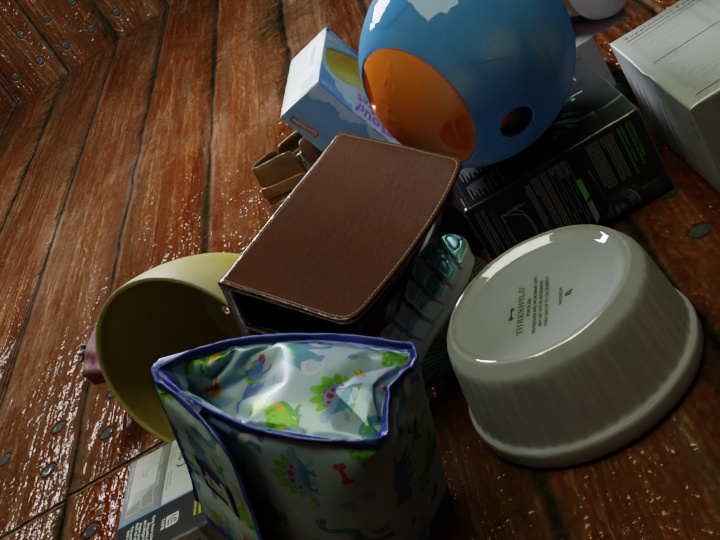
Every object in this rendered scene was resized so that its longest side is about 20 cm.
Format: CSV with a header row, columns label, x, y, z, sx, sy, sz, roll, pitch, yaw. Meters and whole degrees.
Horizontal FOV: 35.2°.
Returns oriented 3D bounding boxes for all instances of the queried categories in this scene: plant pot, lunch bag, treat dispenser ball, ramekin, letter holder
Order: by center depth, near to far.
label,x,y,z,sx,sy,sz,roll,pitch,yaw
lunch bag,-0.049,0.140,0.846,0.198,0.171,0.128,5,41,22
ramekin,0.159,0.050,0.896,0.201,0.095,0.203,-27,28,15
letter holder,0.001,-0.009,0.977,0.141,0.101,0.201,14,52,31
treat dispenser ball,0.098,-0.197,1.042,0.199,0.202,0.202,-27,27,15
plant pot,-0.142,0.062,1.136,0.198,0.201,0.142,-17,20,30

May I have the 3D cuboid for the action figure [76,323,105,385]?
label,x,y,z,sx,sy,sz,roll,pitch,yaw
action figure,-0.217,0.103,1.277,0.198,0.149,0.135,11,79,32

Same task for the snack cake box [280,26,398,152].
label,x,y,z,sx,sy,sz,roll,pitch,yaw
snack cake box,0.009,-0.164,1.280,0.067,0.199,0.116,-37,30,30

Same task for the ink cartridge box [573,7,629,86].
label,x,y,z,sx,sy,sz,roll,pitch,yaw
ink cartridge box,0.206,-0.221,1.252,0.199,0.068,0.116,-28,28,13

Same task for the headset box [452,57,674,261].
label,x,y,z,sx,sy,sz,roll,pitch,yaw
headset box,0.188,-0.107,1.121,0.199,0.093,0.175,-31,26,6

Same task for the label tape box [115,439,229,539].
label,x,y,z,sx,sy,sz,roll,pitch,yaw
label tape box,-0.119,0.194,1.014,0.199,0.064,0.145,-29,28,13

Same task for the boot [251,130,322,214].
label,x,y,z,sx,sy,sz,roll,pitch,yaw
boot,-0.077,-0.052,1.266,0.073,0.155,0.200,1,43,49

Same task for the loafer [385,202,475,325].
label,x,y,z,sx,sy,sz,roll,pitch,yaw
loafer,0.063,0.013,1.111,0.071,0.073,0.201,-38,14,34

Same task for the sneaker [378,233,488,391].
label,x,y,z,sx,sy,sz,roll,pitch,yaw
sneaker,0.063,0.073,0.994,0.201,0.091,0.078,-58,29,10

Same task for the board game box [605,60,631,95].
label,x,y,z,sx,sy,sz,roll,pitch,yaw
board game box,0.197,-0.181,1.304,0.199,0.029,0.135,-33,26,5

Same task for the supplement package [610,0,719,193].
label,x,y,z,sx,sy,sz,roll,pitch,yaw
supplement package,0.328,-0.166,1.036,0.113,0.110,0.200,-31,27,7

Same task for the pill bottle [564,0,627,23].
label,x,y,z,sx,sy,sz,roll,pitch,yaw
pill bottle,0.218,-0.316,1.194,0.199,0.112,0.111,3,44,50
